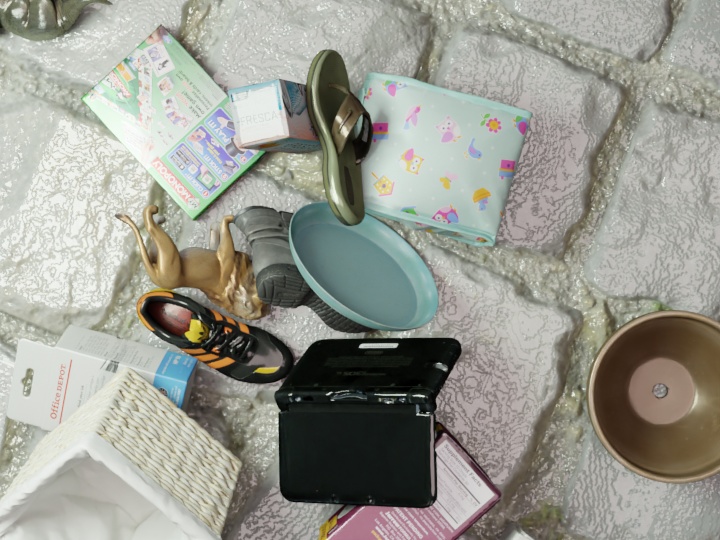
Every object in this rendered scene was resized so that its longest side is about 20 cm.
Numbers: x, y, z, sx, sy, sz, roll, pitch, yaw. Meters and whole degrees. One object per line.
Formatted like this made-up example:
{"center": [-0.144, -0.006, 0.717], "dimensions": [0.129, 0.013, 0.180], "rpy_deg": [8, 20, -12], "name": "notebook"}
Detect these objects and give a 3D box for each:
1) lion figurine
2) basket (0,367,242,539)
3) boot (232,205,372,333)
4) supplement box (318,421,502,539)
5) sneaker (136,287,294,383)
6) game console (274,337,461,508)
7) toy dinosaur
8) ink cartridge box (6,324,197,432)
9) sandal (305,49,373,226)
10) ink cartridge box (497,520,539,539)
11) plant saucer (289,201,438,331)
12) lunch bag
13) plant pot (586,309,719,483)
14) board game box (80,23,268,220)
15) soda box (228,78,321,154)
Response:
{"center": [-0.193, -0.005, 1.613], "dimensions": [0.200, 0.072, 0.123], "rpy_deg": [4, 77, -33], "name": "lion figurine"}
{"center": [-0.272, 0.251, 1.545], "dimensions": [0.200, 0.161, 0.198], "rpy_deg": [42, 119, -17], "name": "basket"}
{"center": [-0.052, -0.008, 1.633], "dimensions": [0.070, 0.200, 0.132], "rpy_deg": [-42, 45, 25], "name": "boot"}
{"center": [0.054, 0.283, 1.608], "dimensions": [0.200, 0.131, 0.103], "rpy_deg": [-42, 89, -1], "name": "supplement box"}
{"center": [-0.175, 0.082, 1.631], "dimensions": [0.200, 0.090, 0.070], "rpy_deg": [25, 90, 1], "name": "sneaker"}
{"center": [0.012, 0.170, 1.588], "dimensions": [0.200, 0.176, 0.116], "rpy_deg": [-2, 121, 27], "name": "game console"}
{"center": [-0.395, -0.317, 1.656], "dimensions": [0.200, 0.077, 0.102], "rpy_deg": [7, 101, -5], "name": "toy dinosaur"}
{"center": [-0.303, 0.139, 1.624], "dimensions": [0.200, 0.068, 0.116], "rpy_deg": [16, 113, 0], "name": "ink cartridge box"}
{"center": [-0.012, -0.151, 1.552], "dimensions": [0.057, 0.080, 0.201], "rpy_deg": [-14, 84, 29], "name": "sandal"}
{"center": [0.183, 0.420, 1.629], "dimensions": [0.147, 0.083, 0.200], "rpy_deg": [37, 90, 0], "name": "ink cartridge box"}
{"center": [0.000, 0.000, 1.596], "dimensions": [0.200, 0.200, 0.027], "rpy_deg": [36, 122, 1], "name": "plant saucer"}
{"center": [0.080, -0.131, 1.617], "dimensions": [0.200, 0.122, 0.170], "rpy_deg": [15, 90, -1], "name": "lunch bag"}
{"center": [0.362, 0.146, 1.627], "dimensions": [0.201, 0.093, 0.201], "rpy_deg": [0, 88, 1], "name": "plant pot"}
{"center": [-0.220, -0.178, 1.665], "dimensions": [0.135, 0.029, 0.200], "rpy_deg": [-42, 89, 1], "name": "board game box"}
{"center": [-0.080, -0.173, 1.577], "dimensions": [0.064, 0.200, 0.068], "rpy_deg": [-11, 90, 17], "name": "soda box"}
